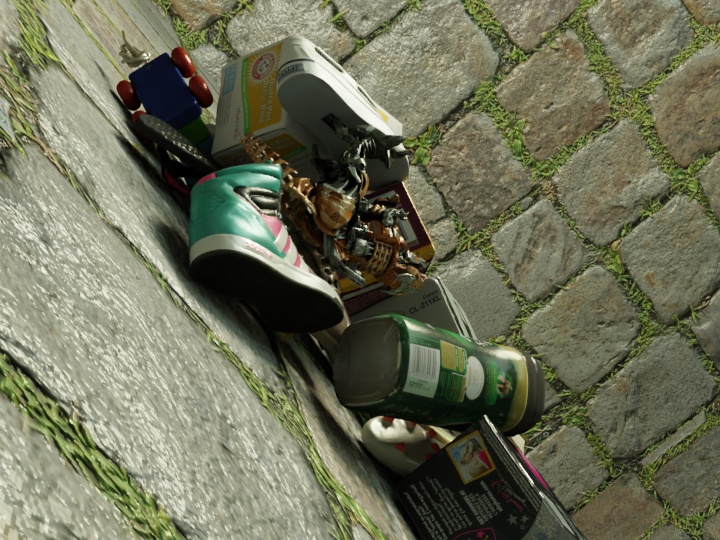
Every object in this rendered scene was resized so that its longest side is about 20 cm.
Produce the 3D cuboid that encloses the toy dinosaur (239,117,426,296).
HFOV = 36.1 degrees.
[{"bbox_3d":[-0.016,-0.062,1.000,0.201,0.101,0.137,51,41,-31],"label":"toy dinosaur"}]

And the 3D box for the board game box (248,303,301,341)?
[{"bbox_3d":[-0.108,-0.004,1.072,0.096,0.030,0.200,51,1,-26],"label":"board game box"}]

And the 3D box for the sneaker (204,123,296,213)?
[{"bbox_3d":[-0.133,-0.073,1.244,0.201,0.074,0.089,52,-15,16],"label":"sneaker"}]

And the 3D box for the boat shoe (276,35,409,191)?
[{"bbox_3d":[-0.012,-0.151,1.069,0.200,0.072,0.066,48,30,-49],"label":"boat shoe"}]

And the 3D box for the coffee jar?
[{"bbox_3d":[0.078,0.102,1.030,0.198,0.087,0.103,18,-20,-37],"label":"coffee jar"}]

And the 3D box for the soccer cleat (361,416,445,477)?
[{"bbox_3d":[0.067,0.199,1.102,0.198,0.078,0.070,24,30,-39],"label":"soccer cleat"}]

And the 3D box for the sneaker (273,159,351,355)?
[{"bbox_3d":[-0.055,-0.013,1.041,0.201,0.075,0.070,52,3,1],"label":"sneaker"}]

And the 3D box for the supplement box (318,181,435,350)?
[{"bbox_3d":[0.000,0.000,1.176,0.201,0.109,0.087,109,-42,-67],"label":"supplement box"}]

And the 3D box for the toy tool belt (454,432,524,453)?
[{"bbox_3d":[0.150,0.235,1.391,0.201,0.124,0.123,52,11,-23],"label":"toy tool belt"}]

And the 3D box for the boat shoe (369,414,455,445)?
[{"bbox_3d":[0.074,0.188,1.186,0.200,0.073,0.065,50,8,-45],"label":"boat shoe"}]

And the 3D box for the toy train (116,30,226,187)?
[{"bbox_3d":[-0.203,-0.176,1.195,0.201,0.084,0.117,55,-6,48],"label":"toy train"}]

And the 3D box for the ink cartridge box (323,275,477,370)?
[{"bbox_3d":[0.054,0.093,1.232,0.084,0.144,0.200,65,7,17],"label":"ink cartridge box"}]

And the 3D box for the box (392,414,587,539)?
[{"bbox_3d":[0.135,0.248,1.035,0.133,0.114,0.200,55,5,34],"label":"box"}]

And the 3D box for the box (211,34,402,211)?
[{"bbox_3d":[-0.051,-0.138,1.163,0.199,0.100,0.115,31,53,-47],"label":"box"}]

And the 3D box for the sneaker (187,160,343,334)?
[{"bbox_3d":[-0.082,-0.027,0.940,0.200,0.082,0.123,39,37,-56],"label":"sneaker"}]

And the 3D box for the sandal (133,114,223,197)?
[{"bbox_3d":[-0.159,-0.090,1.078,0.075,0.045,0.200,44,3,28],"label":"sandal"}]
